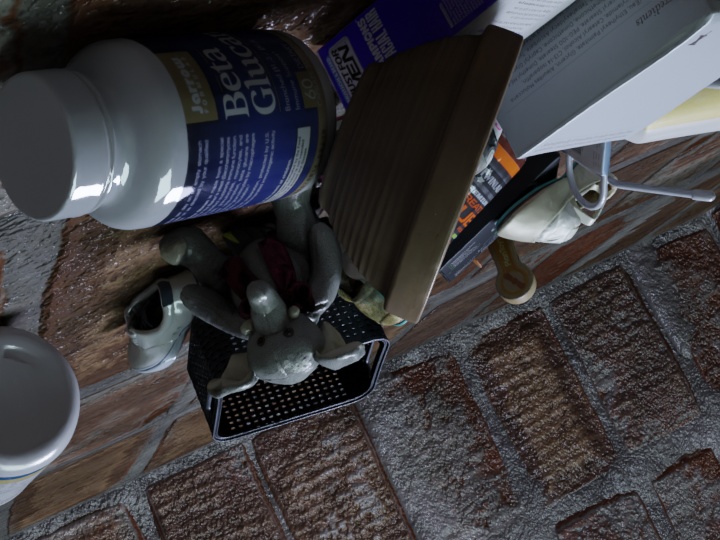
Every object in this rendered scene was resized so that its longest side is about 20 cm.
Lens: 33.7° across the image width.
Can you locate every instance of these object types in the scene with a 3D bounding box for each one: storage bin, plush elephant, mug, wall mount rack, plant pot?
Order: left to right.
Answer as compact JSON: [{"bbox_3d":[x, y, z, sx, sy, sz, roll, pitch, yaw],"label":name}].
[{"bbox_3d":[-0.082,0.036,1.103,0.163,0.202,0.155,-22,-151,1],"label":"plush elephant"},{"bbox_3d":[-0.081,0.095,1.308,0.198,0.094,0.136,-14,149,-21],"label":"storage bin"},{"bbox_3d":[0.031,-0.075,0.788,0.201,0.092,0.203,22,90,-88],"label":"plant pot"},{"bbox_3d":[0.258,-0.145,1.135,0.074,0.174,0.202,-21,128,-22],"label":"wall mount rack"},{"bbox_3d":[0.320,-0.216,1.221,0.151,0.150,0.188,-17,138,-4],"label":"mug"}]

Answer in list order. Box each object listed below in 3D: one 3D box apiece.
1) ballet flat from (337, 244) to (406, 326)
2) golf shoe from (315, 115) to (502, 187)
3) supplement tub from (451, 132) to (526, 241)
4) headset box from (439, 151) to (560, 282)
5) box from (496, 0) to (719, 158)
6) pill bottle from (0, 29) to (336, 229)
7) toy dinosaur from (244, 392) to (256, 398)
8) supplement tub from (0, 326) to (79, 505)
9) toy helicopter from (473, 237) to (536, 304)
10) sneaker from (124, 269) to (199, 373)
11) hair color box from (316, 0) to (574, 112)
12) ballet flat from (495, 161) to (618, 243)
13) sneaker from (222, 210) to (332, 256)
[{"bbox_3d":[0.000,0.000,1.181,0.070,0.071,0.200,-25,-160,-10],"label":"ballet flat"},{"bbox_3d":[0.031,-0.103,0.999,0.198,0.073,0.092,8,-139,41],"label":"golf shoe"},{"bbox_3d":[0.083,-0.100,1.125,0.200,0.107,0.107,-47,168,5],"label":"supplement tub"},{"bbox_3d":[0.123,-0.083,1.286,0.174,0.093,0.200,-43,172,4],"label":"headset box"},{"bbox_3d":[0.214,-0.202,0.954,0.199,0.132,0.198,-35,167,38],"label":"box"},{"bbox_3d":[-0.116,-0.086,0.724,0.199,0.112,0.111,-17,166,-47],"label":"pill bottle"},{"bbox_3d":[-0.144,0.076,1.407,0.085,0.137,0.200,-26,170,-3],"label":"toy dinosaur"},{"bbox_3d":[-0.372,0.154,1.175,0.144,0.146,0.200,-19,168,-38],"label":"supplement tub"},{"bbox_3d":[0.151,-0.045,1.414,0.131,0.202,0.079,-24,148,11],"label":"toy helicopter"},{"bbox_3d":[-0.228,0.054,1.309,0.070,0.074,0.200,-1,151,-33],"label":"sneaker"},{"bbox_3d":[0.076,-0.188,0.856,0.199,0.065,0.109,-36,168,33],"label":"hair color box"},{"bbox_3d":[0.214,-0.067,1.248,0.069,0.070,0.199,-36,179,44],"label":"ballet flat"},{"bbox_3d":[-0.081,-0.032,1.257,0.081,0.074,0.200,-39,173,14],"label":"sneaker"}]
